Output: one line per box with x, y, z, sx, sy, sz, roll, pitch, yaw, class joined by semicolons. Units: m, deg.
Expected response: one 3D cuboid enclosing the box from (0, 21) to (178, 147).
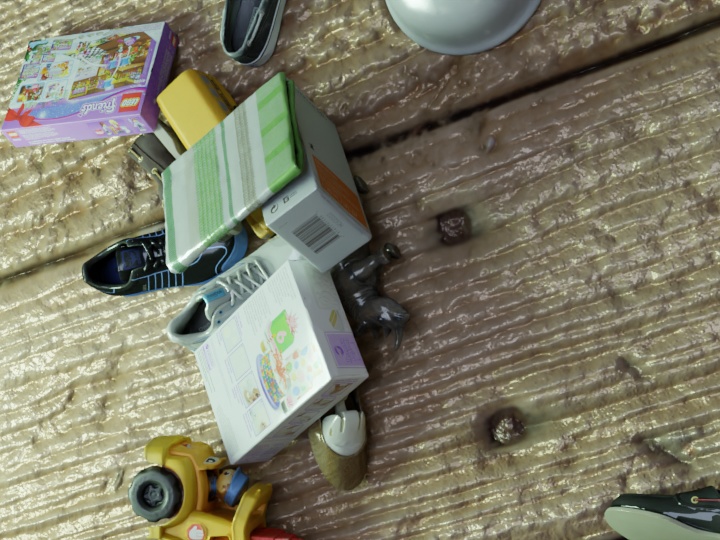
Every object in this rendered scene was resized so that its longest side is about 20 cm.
-0.325;-0.223;1.659;0.199;0.039;0.138;-3;59;23;box

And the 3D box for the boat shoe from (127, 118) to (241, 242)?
-0.206;-0.095;1.596;0.059;0.072;0.200;-43;59;7;boat shoe

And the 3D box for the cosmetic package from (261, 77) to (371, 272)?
-0.062;-0.106;1.483;0.071;0.101;0.201;-35;43;16;cosmetic package

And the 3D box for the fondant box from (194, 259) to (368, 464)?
-0.090;0.102;1.500;0.200;0.058;0.145;-43;58;39;fondant box

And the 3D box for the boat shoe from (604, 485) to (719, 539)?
0.340;0.248;1.354;0.200;0.074;0.063;5;52;33;boat shoe

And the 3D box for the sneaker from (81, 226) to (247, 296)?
-0.230;-0.013;1.607;0.199;0.078;0.071;-19;77;21;sneaker

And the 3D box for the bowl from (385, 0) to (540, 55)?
0.099;-0.340;1.486;0.200;0.090;0.203;-2;85;24;bowl

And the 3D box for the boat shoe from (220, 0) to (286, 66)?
-0.123;-0.339;1.592;0.073;0.068;0.201;17;92;23;boat shoe

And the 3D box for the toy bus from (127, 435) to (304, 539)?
-0.150;0.285;1.525;0.191;0.136;0.202;-1;90;12;toy bus

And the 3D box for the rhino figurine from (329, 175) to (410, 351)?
0.000;0.000;1.514;0.087;0.060;0.201;-33;70;22;rhino figurine

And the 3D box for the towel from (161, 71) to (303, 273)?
-0.135;-0.100;1.458;0.200;0.031;0.150;-35;45;29;towel

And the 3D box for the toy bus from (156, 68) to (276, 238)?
-0.148;-0.133;1.581;0.065;0.078;0.201;-39;72;16;toy bus

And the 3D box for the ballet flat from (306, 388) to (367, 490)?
-0.024;0.137;1.506;0.067;0.072;0.201;-2;78;-22;ballet flat

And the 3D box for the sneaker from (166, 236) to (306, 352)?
-0.138;0.028;1.562;0.200;0.087;0.075;-41;70;14;sneaker
